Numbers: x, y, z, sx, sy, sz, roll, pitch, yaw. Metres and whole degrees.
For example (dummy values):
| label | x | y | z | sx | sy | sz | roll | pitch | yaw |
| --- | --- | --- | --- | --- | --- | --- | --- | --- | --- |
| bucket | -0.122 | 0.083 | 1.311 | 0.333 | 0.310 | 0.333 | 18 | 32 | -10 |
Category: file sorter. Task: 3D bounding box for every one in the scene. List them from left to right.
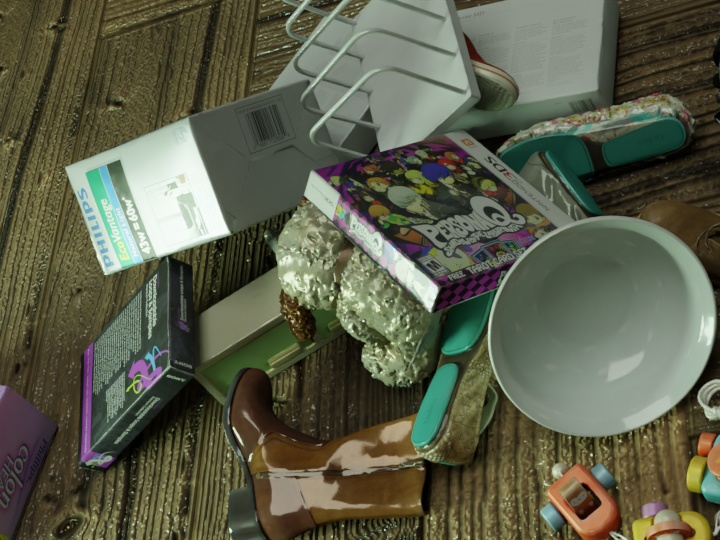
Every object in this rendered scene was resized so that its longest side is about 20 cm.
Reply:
| label | x | y | z | sx | sy | sz | roll | pitch | yaw |
| --- | --- | --- | --- | --- | --- | --- | --- | --- | --- |
| file sorter | 0.010 | -0.224 | 1.452 | 0.139 | 0.124 | 0.201 | -41 | 50 | 40 |

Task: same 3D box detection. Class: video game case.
| label | x | y | z | sx | sy | sz | roll | pitch | yaw |
| --- | --- | --- | --- | --- | --- | --- | --- | --- | --- |
| video game case | 0.080 | -0.051 | 1.337 | 0.200 | 0.036 | 0.181 | -18 | 49 | -38 |

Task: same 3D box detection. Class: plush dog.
| label | x | y | z | sx | sy | sz | roll | pitch | yaw |
| --- | --- | --- | --- | --- | --- | --- | --- | --- | --- |
| plush dog | 0.000 | 0.000 | 1.383 | 0.171 | 0.160 | 0.201 | 17 | 92 | 15 |

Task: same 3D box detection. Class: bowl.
| label | x | y | z | sx | sy | sz | roll | pitch | yaw |
| --- | --- | --- | --- | --- | --- | --- | --- | --- | --- |
| bowl | 0.205 | 0.038 | 1.289 | 0.201 | 0.201 | 0.090 | -31 | 17 | 7 |

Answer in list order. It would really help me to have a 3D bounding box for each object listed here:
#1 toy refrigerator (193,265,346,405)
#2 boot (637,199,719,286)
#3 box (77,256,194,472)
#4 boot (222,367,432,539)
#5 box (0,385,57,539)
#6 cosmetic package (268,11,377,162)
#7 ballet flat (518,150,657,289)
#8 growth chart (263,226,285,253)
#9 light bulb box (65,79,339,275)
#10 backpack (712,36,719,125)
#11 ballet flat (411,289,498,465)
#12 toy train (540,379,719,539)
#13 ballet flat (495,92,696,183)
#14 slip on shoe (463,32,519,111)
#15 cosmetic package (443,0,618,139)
| label | x | y | z | sx | sy | sz | roll | pitch | yaw |
| --- | --- | --- | --- | --- | --- | --- | --- | --- | --- |
| toy refrigerator | -0.082 | 0.052 | 1.498 | 0.200 | 0.076 | 0.070 | -32 | 47 | 6 |
| boot | 0.324 | -0.024 | 1.314 | 0.074 | 0.076 | 0.200 | -47 | 47 | -8 |
| box | -0.234 | 0.099 | 1.518 | 0.200 | 0.036 | 0.143 | -46 | 37 | 38 |
| boot | -0.032 | 0.160 | 1.394 | 0.199 | 0.069 | 0.189 | -16 | 50 | 19 |
| box | -0.458 | 0.220 | 1.581 | 0.199 | 0.097 | 0.176 | 0 | 57 | 30 |
| cosmetic package | -0.032 | -0.193 | 1.664 | 0.150 | 0.052 | 0.200 | 24 | 72 | 38 |
| ballet flat | 0.215 | -0.032 | 1.391 | 0.064 | 0.067 | 0.200 | -49 | 56 | 18 |
| growth chart | -0.014 | -0.071 | 1.522 | 0.200 | 0.018 | 0.145 | -34 | 17 | -14 |
| light bulb box | -0.160 | -0.097 | 1.528 | 0.199 | 0.125 | 0.198 | -15 | 7 | 39 |
| backpack | 0.401 | -0.142 | 1.322 | 0.166 | 0.127 | 0.201 | -12 | 55 | 19 |
| ballet flat | 0.105 | 0.091 | 1.367 | 0.070 | 0.065 | 0.201 | -8 | 55 | 57 |
| toy train | 0.250 | 0.173 | 1.219 | 0.200 | 0.056 | 0.150 | -36 | 53 | 2 |
| ballet flat | 0.234 | -0.131 | 1.459 | 0.199 | 0.076 | 0.064 | -9 | 33 | 17 |
| slip on shoe | 0.095 | -0.221 | 1.511 | 0.061 | 0.074 | 0.200 | -46 | 42 | -9 |
| cosmetic package | 0.170 | -0.220 | 1.555 | 0.199 | 0.052 | 0.151 | -7 | 57 | 27 |
